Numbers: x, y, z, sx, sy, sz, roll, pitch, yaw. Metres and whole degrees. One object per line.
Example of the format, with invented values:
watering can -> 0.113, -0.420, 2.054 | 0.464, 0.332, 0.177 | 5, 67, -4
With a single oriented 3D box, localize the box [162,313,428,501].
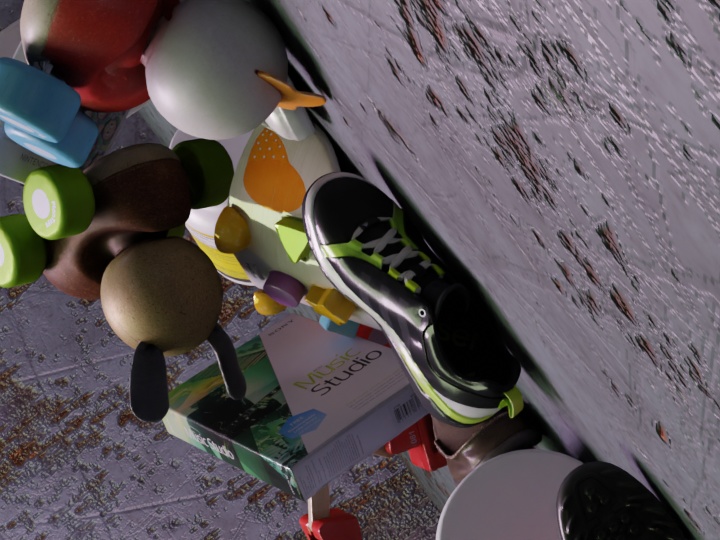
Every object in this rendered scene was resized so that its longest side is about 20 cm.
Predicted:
box -> -0.048, 0.099, 1.429 | 0.200, 0.144, 0.036 | 15, 132, 54

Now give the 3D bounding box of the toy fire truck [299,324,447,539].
toy fire truck -> 0.005, 0.130, 1.529 | 0.049, 0.141, 0.200 | -172, 65, -70

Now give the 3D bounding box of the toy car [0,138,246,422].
toy car -> -0.163, 0.019, 1.419 | 0.158, 0.164, 0.200 | -39, 72, 46

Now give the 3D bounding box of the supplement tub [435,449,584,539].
supplement tub -> 0.119, 0.200, 1.297 | 0.132, 0.132, 0.200 | 52, 175, 15

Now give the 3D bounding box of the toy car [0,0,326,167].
toy car -> -0.117, -0.140, 1.241 | 0.200, 0.184, 0.177 | 25, 173, 3

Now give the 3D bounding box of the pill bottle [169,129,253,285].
pill bottle -> -0.112, -0.069, 1.716 | 0.112, 0.112, 0.200 | 52, 174, 21

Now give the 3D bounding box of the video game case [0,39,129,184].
video game case -> -0.206, -0.153, 1.400 | 0.024, 0.200, 0.182 | 27, -179, 16

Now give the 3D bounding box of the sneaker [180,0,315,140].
sneaker -> -0.104, -0.138, 1.354 | 0.200, 0.085, 0.073 | 47, 170, 44

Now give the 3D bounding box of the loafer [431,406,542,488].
loafer -> 0.080, 0.116, 1.410 | 0.071, 0.073, 0.200 | 55, 174, -3

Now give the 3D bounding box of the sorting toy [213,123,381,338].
sorting toy -> 0.000, 0.000, 1.397 | 0.180, 0.107, 0.200 | 28, 162, 31

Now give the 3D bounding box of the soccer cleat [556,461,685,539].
soccer cleat -> 0.179, 0.196, 1.103 | 0.200, 0.068, 0.073 | 52, 179, -4

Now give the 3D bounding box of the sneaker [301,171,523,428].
sneaker -> 0.043, 0.010, 1.215 | 0.200, 0.072, 0.083 | 53, 151, 2

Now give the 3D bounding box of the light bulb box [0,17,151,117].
light bulb box -> -0.252, -0.191, 1.699 | 0.125, 0.198, 0.200 | 57, 173, -11
